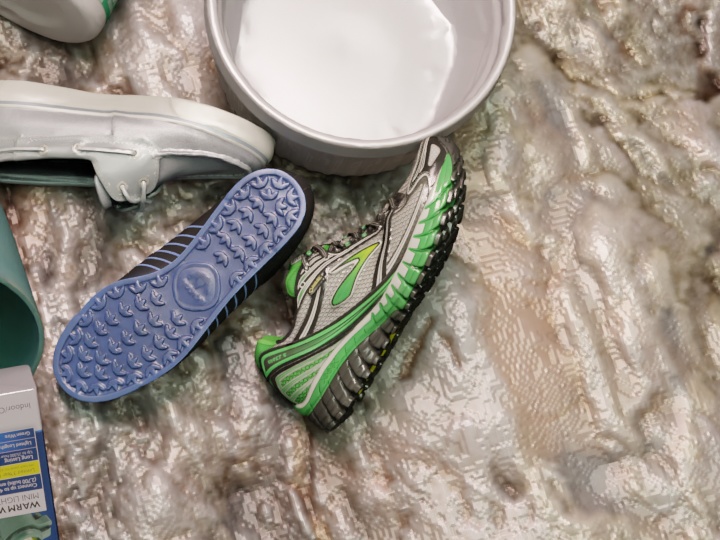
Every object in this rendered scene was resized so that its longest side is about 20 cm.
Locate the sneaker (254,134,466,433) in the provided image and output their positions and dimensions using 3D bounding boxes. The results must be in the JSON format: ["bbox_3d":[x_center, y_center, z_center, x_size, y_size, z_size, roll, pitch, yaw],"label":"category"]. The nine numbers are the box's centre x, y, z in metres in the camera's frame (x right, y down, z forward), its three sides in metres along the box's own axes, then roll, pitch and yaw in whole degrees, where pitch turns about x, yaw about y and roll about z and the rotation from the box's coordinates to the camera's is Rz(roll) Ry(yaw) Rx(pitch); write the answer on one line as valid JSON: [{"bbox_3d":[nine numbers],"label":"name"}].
[{"bbox_3d":[0.000,0.000,1.493,0.085,0.078,0.201,33,101,6],"label":"sneaker"}]

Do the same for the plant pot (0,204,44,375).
[{"bbox_3d":[-0.300,-0.010,1.425,0.199,0.201,0.162,-9,56,-11],"label":"plant pot"}]

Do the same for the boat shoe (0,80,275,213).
[{"bbox_3d":[-0.156,-0.071,1.521,0.199,0.070,0.072,7,71,6],"label":"boat shoe"}]

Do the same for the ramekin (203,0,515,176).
[{"bbox_3d":[-0.006,-0.157,1.553,0.199,0.105,0.201,2,73,-8],"label":"ramekin"}]

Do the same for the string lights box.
[{"bbox_3d":[-0.229,0.166,1.408,0.102,0.059,0.201,-10,104,-11],"label":"string lights box"}]

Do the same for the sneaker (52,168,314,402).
[{"bbox_3d":[-0.106,0.012,1.515,0.200,0.078,0.070,-39,84,5],"label":"sneaker"}]

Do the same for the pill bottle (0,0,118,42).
[{"bbox_3d":[-0.176,-0.260,1.554,0.113,0.113,0.201,26,73,0],"label":"pill bottle"}]
